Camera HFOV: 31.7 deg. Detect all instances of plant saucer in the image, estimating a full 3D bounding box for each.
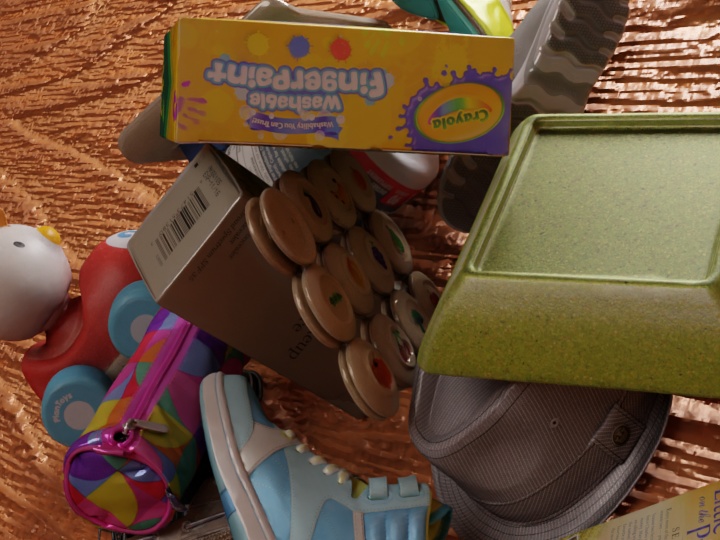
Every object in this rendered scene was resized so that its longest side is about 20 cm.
[{"bbox_3d":[0.143,-0.026,0.703,0.197,0.048,0.201,2,45,28],"label":"plant saucer"}]

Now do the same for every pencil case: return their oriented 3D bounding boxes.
[{"bbox_3d":[-0.132,0.089,0.867,0.088,0.089,0.201,-31,21,29],"label":"pencil case"}]

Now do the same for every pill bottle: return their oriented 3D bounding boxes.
[{"bbox_3d":[-0.047,-0.063,0.978,0.199,0.119,0.121,-37,42,25],"label":"pill bottle"}]

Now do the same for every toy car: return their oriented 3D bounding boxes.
[{"bbox_3d":[-0.255,0.010,1.050,0.177,0.199,0.185,-49,17,10],"label":"toy car"}]

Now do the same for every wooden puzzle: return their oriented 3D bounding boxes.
[{"bbox_3d":[-0.073,-0.136,1.020,0.184,0.199,0.047,-37,77,24],"label":"wooden puzzle"}]

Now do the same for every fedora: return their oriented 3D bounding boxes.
[{"bbox_3d":[0.092,0.068,0.758,0.201,0.090,0.177,-52,38,8],"label":"fedora"}]

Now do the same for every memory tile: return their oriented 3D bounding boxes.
[{"bbox_3d":[0.000,0.000,0.797,0.017,0.155,0.200,-30,5,21],"label":"memory tile"}]

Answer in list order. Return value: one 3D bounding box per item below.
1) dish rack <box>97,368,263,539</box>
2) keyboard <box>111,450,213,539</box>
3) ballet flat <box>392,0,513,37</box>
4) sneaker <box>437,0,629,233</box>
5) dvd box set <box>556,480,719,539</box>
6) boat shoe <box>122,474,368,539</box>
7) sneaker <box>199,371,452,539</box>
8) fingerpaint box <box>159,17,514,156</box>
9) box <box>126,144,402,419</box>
[{"bbox_3d":[-0.146,0.180,0.977,0.152,0.054,0.203,-29,49,33],"label":"dish rack"},{"bbox_3d":[-0.132,0.189,0.896,0.102,0.040,0.203,-2,58,5],"label":"keyboard"},{"bbox_3d":[0.080,-0.217,0.994,0.067,0.067,0.200,-34,37,-5],"label":"ballet flat"},{"bbox_3d":[0.117,-0.114,0.890,0.201,0.074,0.082,-57,16,0],"label":"sneaker"},{"bbox_3d":[0.121,0.188,0.646,0.198,0.030,0.147,-29,21,29],"label":"dvd box set"},{"bbox_3d":[-0.084,0.172,0.837,0.197,0.073,0.073,-22,58,-8],"label":"boat shoe"},{"bbox_3d":[-0.019,0.134,0.767,0.129,0.080,0.202,-19,58,-9],"label":"sneaker"},{"bbox_3d":[-0.022,-0.114,0.792,0.167,0.196,0.075,-147,59,-77],"label":"fingerpaint box"},{"bbox_3d":[-0.050,0.012,0.864,0.095,0.199,0.078,-50,38,9],"label":"box"}]
